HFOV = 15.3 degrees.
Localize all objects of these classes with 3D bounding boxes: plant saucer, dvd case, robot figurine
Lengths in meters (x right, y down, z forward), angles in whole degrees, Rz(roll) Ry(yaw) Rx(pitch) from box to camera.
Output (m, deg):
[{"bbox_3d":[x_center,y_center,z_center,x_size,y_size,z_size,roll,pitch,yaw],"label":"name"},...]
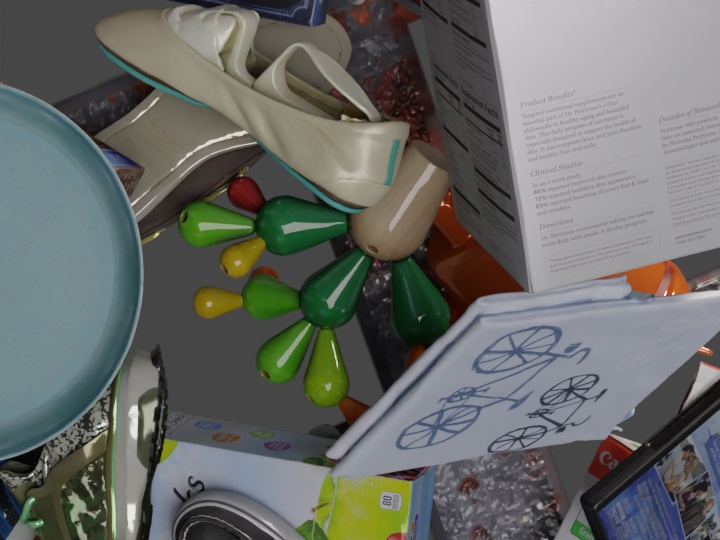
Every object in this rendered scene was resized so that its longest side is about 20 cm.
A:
[{"bbox_3d":[-0.209,0.000,1.399,0.198,0.027,0.202,0,93,6],"label":"plant saucer"},{"bbox_3d":[0.227,0.128,1.625,0.200,0.018,0.143,-38,129,-17],"label":"dvd case"},{"bbox_3d":[0.119,0.002,1.583,0.200,0.116,0.144,47,65,-18],"label":"robot figurine"}]

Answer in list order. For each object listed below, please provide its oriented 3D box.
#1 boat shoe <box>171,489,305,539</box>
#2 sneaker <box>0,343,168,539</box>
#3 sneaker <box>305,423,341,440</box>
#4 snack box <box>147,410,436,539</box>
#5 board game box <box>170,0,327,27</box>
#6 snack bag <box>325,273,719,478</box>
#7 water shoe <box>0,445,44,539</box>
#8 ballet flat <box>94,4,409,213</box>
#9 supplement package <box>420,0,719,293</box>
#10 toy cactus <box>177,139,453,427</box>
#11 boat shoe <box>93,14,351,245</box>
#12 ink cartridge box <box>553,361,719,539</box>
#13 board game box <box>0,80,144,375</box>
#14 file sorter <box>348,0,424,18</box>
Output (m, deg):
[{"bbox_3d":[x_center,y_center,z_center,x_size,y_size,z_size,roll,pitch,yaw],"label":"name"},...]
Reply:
[{"bbox_3d":[-0.041,0.212,1.492,0.070,0.066,0.201,-34,90,18],"label":"boat shoe"},{"bbox_3d":[-0.163,0.134,1.505,0.088,0.077,0.202,10,93,2],"label":"sneaker"},{"bbox_3d":[-0.023,0.193,1.617,0.080,0.070,0.202,-8,105,-9],"label":"sneaker"},{"bbox_3d":[-0.065,0.179,1.563,0.198,0.068,0.170,8,102,15],"label":"snack box"},{"bbox_3d":[-0.071,-0.247,1.496,0.134,0.035,0.202,11,101,11],"label":"board game box"},{"bbox_3d":[0.102,0.055,1.465,0.199,0.189,0.022,-6,63,-32],"label":"snack bag"},{"bbox_3d":[-0.222,0.127,1.552,0.079,0.072,0.201,24,95,-15],"label":"water shoe"},{"bbox_3d":[-0.057,-0.108,1.475,0.199,0.069,0.070,33,94,16],"label":"ballet flat"},{"bbox_3d":[0.123,-0.118,1.398,0.151,0.151,0.201,-14,109,-10],"label":"supplement package"},{"bbox_3d":[0.000,0.000,1.520,0.200,0.102,0.165,38,109,5],"label":"toy cactus"},{"bbox_3d":[-0.091,-0.078,1.545,0.200,0.060,0.072,-37,76,-5],"label":"boat shoe"},{"bbox_3d":[0.184,0.150,1.649,0.109,0.050,0.201,20,97,-42],"label":"ink cartridge box"},{"bbox_3d":[-0.246,-0.039,1.463,0.199,0.097,0.160,32,94,3],"label":"board game box"},{"bbox_3d":[0.086,-0.198,1.519,0.199,0.139,0.125,11,101,-16],"label":"file sorter"}]
